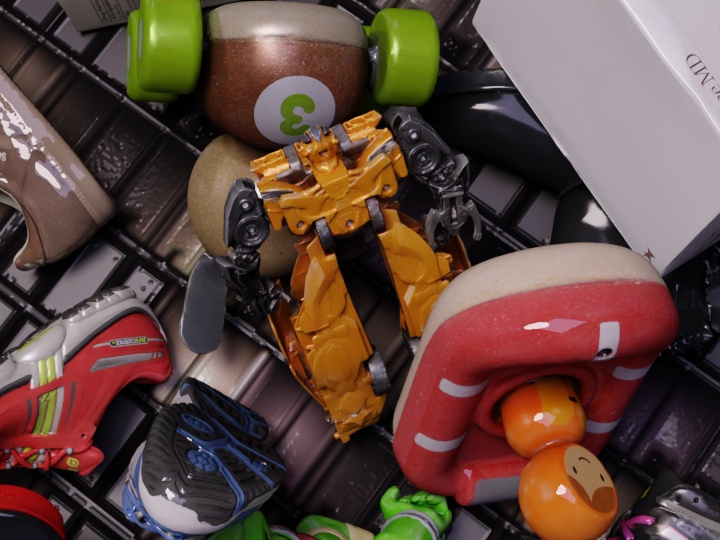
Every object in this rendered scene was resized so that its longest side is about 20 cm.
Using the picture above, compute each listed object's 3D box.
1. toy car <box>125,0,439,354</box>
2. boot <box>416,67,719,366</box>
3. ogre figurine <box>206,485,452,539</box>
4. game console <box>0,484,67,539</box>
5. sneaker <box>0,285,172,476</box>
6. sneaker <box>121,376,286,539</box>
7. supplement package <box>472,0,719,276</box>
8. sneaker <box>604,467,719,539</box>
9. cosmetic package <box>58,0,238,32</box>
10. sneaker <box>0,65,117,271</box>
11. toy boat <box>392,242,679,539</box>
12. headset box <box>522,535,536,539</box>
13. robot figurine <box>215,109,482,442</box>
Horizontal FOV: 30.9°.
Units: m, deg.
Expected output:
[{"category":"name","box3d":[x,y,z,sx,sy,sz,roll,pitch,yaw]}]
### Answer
[{"category":"toy car","box3d":[-0.053,-0.051,0.763,0.163,0.158,0.202,1,93,-15]},{"category":"boot","box3d":[0.125,-0.031,0.786,0.196,0.073,0.164,6,81,3]},{"category":"ogre figurine","box3d":[-0.047,0.175,0.712,0.198,0.120,0.099,3,96,0]},{"category":"game console","box3d":[-0.244,0.201,0.711,0.198,0.031,0.178,-9,120,0]},{"category":"sneaker","box3d":[-0.186,0.088,0.741,0.200,0.077,0.085,-38,99,-29]},{"category":"sneaker","box3d":[-0.088,0.115,0.700,0.075,0.200,0.077,30,91,-2]},{"category":"supplement package","box3d":[0.203,-0.141,0.705,0.199,0.147,0.192,-31,77,-15]},{"category":"sneaker","box3d":[0.162,0.160,0.740,0.198,0.074,0.088,-8,78,-5]},{"category":"cosmetic package","box3d":[-0.099,-0.226,0.818,0.198,0.103,0.088,-11,76,-2]},{"category":"sneaker","box3d":[-0.239,-0.089,0.808,0.075,0.070,0.200,-41,79,-6]},{"category":"toy boat","box3d":[0.097,0.081,0.680,0.129,0.201,0.132,-5,52,-16]},{"category":"headset box","box3d":[0.075,0.269,0.633,0.092,0.174,0.201,22,119,6]},{"category":"robot figurine","box3d":[0.000,0.000,0.723,0.144,0.201,0.058,-22,37,-4]}]
